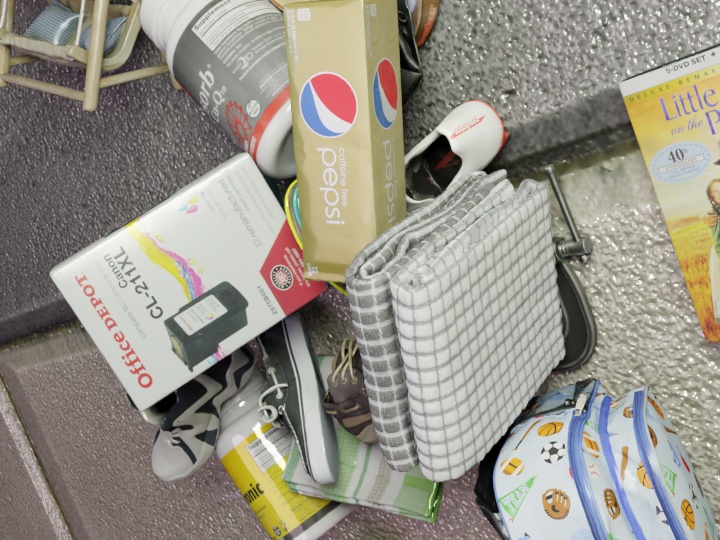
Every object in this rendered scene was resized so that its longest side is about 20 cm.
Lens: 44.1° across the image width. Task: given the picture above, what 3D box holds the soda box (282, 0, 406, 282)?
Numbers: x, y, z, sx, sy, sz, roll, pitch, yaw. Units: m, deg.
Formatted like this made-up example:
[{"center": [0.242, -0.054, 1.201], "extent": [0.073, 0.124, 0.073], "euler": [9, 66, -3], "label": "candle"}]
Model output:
[{"center": [-0.008, -0.094, 0.652], "extent": [0.063, 0.068, 0.202], "euler": [3, 108, 23], "label": "soda box"}]

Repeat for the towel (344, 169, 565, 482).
[{"center": [0.073, 0.032, 0.662], "extent": [0.085, 0.200, 0.167], "euler": [7, 121, 35], "label": "towel"}]

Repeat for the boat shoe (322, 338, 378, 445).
[{"center": [0.005, 0.099, 0.785], "extent": [0.073, 0.075, 0.200], "euler": [23, 147, -1], "label": "boat shoe"}]

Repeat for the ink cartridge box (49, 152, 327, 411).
[{"center": [-0.153, 0.009, 0.800], "extent": [0.146, 0.199, 0.083], "euler": [59, 168, -12], "label": "ink cartridge box"}]

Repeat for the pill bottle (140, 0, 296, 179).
[{"center": [-0.106, -0.190, 0.818], "extent": [0.200, 0.115, 0.116], "euler": [46, 135, 17], "label": "pill bottle"}]

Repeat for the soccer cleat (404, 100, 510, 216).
[{"center": [0.050, -0.063, 0.754], "extent": [0.069, 0.085, 0.200], "euler": [50, 136, 12], "label": "soccer cleat"}]

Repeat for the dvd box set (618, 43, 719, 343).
[{"center": [0.270, -0.055, 0.587], "extent": [0.146, 0.029, 0.202], "euler": [-13, 101, 46], "label": "dvd box set"}]

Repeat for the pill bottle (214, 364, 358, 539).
[{"center": [-0.097, 0.212, 1.014], "extent": [0.201, 0.111, 0.111], "euler": [54, 137, 9], "label": "pill bottle"}]

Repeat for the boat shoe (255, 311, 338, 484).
[{"center": [-0.071, 0.130, 0.895], "extent": [0.074, 0.068, 0.200], "euler": [69, -177, -55], "label": "boat shoe"}]

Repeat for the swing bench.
[{"center": [-0.306, -0.294, 0.949], "extent": [0.198, 0.129, 0.202], "euler": [18, 122, 37], "label": "swing bench"}]

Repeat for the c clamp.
[{"center": [0.124, 0.014, 0.770], "extent": [0.199, 0.027, 0.172], "euler": [-19, 101, 45], "label": "c clamp"}]

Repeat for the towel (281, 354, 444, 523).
[{"center": [0.007, 0.161, 0.891], "extent": [0.199, 0.031, 0.151], "euler": [-1, 74, 44], "label": "towel"}]

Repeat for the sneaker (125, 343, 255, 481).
[{"center": [-0.205, 0.150, 0.937], "extent": [0.080, 0.129, 0.200], "euler": [51, 119, 27], "label": "sneaker"}]

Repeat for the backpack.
[{"center": [0.182, 0.187, 0.677], "extent": [0.154, 0.190, 0.201], "euler": [-31, 87, 31], "label": "backpack"}]

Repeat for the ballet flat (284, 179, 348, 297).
[{"center": [0.000, 0.000, 0.779], "extent": [0.200, 0.067, 0.067], "euler": [42, 159, -17], "label": "ballet flat"}]

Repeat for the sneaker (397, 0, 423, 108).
[{"center": [0.008, -0.136, 0.705], "extent": [0.104, 0.060, 0.202], "euler": [-16, 79, 53], "label": "sneaker"}]

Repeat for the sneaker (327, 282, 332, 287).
[{"center": [-0.033, -0.058, 0.832], "extent": [0.078, 0.090, 0.201], "euler": [39, 136, 23], "label": "sneaker"}]

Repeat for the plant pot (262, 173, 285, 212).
[{"center": [-0.179, 0.005, 0.925], "extent": [0.141, 0.199, 0.142], "euler": [-11, 103, 45], "label": "plant pot"}]

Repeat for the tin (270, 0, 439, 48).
[{"center": [-0.017, -0.255, 0.758], "extent": [0.200, 0.042, 0.113], "euler": [40, 129, 22], "label": "tin"}]
